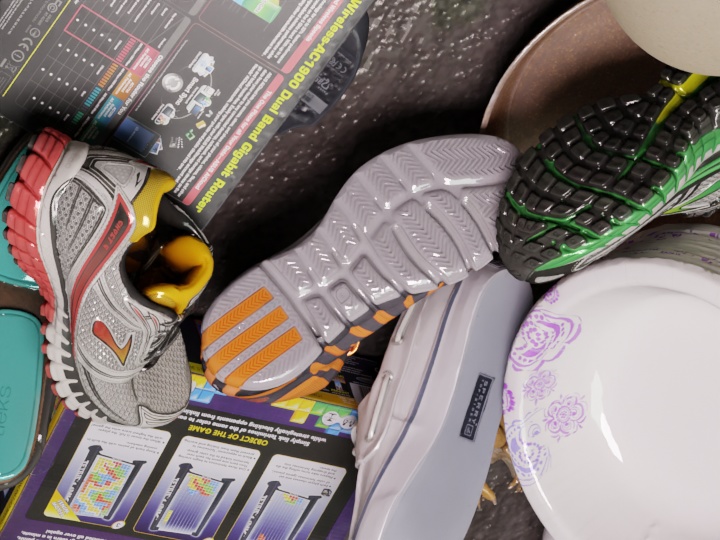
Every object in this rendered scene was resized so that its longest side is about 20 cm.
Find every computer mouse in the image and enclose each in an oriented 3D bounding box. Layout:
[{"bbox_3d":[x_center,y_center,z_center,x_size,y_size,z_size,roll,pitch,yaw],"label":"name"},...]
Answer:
[{"bbox_3d":[-0.070,-0.076,1.367,0.059,0.034,0.200,39,114,-21],"label":"computer mouse"}]

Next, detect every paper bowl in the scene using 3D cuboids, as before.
[{"bbox_3d":[0.183,0.074,1.408,0.104,0.200,0.201,-31,146,-51],"label":"paper bowl"}]

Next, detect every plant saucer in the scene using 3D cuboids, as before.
[{"bbox_3d":[0.153,-0.082,1.428,0.200,0.037,0.201,-9,128,-12],"label":"plant saucer"}]

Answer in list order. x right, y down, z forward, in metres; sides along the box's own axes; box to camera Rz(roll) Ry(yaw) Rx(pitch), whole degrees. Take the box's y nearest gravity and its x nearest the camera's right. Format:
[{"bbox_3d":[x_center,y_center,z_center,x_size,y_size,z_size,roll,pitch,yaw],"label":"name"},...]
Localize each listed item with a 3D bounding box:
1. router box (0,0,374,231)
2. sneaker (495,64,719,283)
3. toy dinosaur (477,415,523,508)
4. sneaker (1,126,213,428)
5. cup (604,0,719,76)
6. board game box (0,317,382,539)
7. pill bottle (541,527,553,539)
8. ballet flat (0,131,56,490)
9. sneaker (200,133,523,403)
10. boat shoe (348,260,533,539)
[{"bbox_3d":[-0.084,-0.137,1.272,0.150,0.062,0.200,31,113,-18],"label":"router box"},{"bbox_3d":[0.158,-0.049,1.362,0.200,0.078,0.085,-32,136,-14],"label":"sneaker"},{"bbox_3d":[0.059,0.070,1.505,0.060,0.106,0.200,4,138,26],"label":"toy dinosaur"},{"bbox_3d":[-0.111,0.016,1.294,0.082,0.078,0.200,12,148,18],"label":"sneaker"},{"bbox_3d":[0.185,-0.174,1.289,0.200,0.201,0.143,-4,152,-16],"label":"cup"},{"bbox_3d":[-0.096,0.109,1.480,0.200,0.057,0.166,15,122,-27],"label":"board game box"},{"bbox_3d":[0.166,0.186,1.575,0.119,0.120,0.200,-14,133,-7],"label":"pill bottle"},{"bbox_3d":[-0.174,0.014,1.362,0.068,0.068,0.201,18,85,-9],"label":"ballet flat"},{"bbox_3d":[0.000,0.000,1.401,0.200,0.078,0.112,-30,171,-7],"label":"sneaker"},{"bbox_3d":[0.030,0.087,1.432,0.074,0.065,0.200,36,74,-48],"label":"boat shoe"}]
